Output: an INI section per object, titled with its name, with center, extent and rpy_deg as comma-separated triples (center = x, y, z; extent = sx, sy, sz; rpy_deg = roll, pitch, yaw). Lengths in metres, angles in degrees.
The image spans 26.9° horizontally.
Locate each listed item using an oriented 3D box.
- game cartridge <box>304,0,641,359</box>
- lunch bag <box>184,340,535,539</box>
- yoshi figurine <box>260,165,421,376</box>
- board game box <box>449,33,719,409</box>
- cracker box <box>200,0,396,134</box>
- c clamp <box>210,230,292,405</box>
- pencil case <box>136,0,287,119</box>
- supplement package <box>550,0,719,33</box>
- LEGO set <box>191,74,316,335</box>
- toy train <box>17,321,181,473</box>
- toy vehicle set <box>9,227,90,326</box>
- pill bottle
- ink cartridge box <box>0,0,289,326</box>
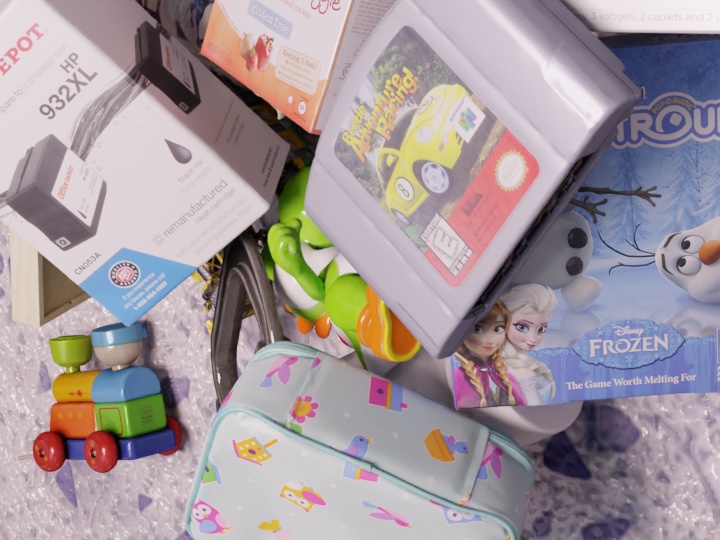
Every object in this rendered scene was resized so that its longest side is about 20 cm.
[game cartridge]
center = 0.045, -0.062, 0.775
extent = 0.133, 0.041, 0.200
rpy_deg = 51, 134, 21
[lunch bag]
center = -0.006, 0.137, 0.916
extent = 0.199, 0.077, 0.161
rpy_deg = 23, 136, 3
[yoshi figurine]
center = -0.003, -0.014, 0.948
extent = 0.112, 0.112, 0.200
rpy_deg = 48, 165, -31
[board game box]
center = 0.143, -0.028, 0.832
extent = 0.199, 0.043, 0.200
rpy_deg = -5, 106, 3
[cracker box]
center = -0.014, -0.191, 0.854
extent = 0.134, 0.058, 0.201
rpy_deg = 39, 117, 47
[c clamp]
center = -0.071, 0.079, 1.016
extent = 0.171, 0.027, 0.201
rpy_deg = -113, 24, -43
[pencil case]
center = -0.097, -0.165, 1.029
extent = 0.200, 0.089, 0.078
rpy_deg = 25, 129, 31
[supplement package]
center = 0.158, -0.186, 0.754
extent = 0.199, 0.156, 0.111
rpy_deg = 8, 111, 40
[LEGO set]
center = -0.116, -0.043, 1.075
extent = 0.154, 0.116, 0.200
rpy_deg = 54, 133, 11
[toy train]
center = -0.244, 0.106, 1.277
extent = 0.199, 0.084, 0.116
rpy_deg = -6, 92, 42
[toy vehicle set]
center = -0.217, -0.071, 1.147
extent = 0.026, 0.124, 0.201
rpy_deg = 16, 117, 24
[pill bottle]
center = 0.045, 0.092, 0.989
extent = 0.200, 0.114, 0.115
rpy_deg = -29, 87, 44
[ink cartridge box]
center = -0.168, -0.085, 0.961
extent = 0.145, 0.084, 0.200
rpy_deg = -37, 111, 28
